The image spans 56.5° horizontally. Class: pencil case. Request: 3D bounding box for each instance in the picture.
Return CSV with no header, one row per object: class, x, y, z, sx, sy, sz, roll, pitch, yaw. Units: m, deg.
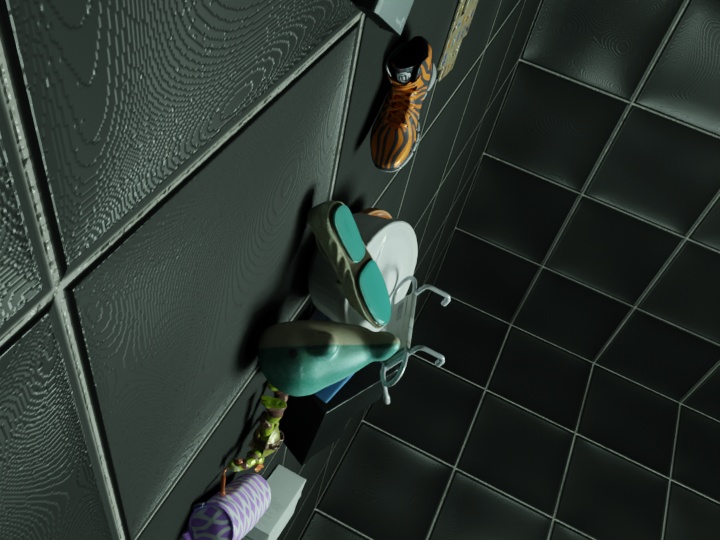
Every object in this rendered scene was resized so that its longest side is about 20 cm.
pencil case,-0.212,0.395,1.095,0.085,0.084,0.200,-30,171,9

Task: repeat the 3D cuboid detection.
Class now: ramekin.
ramekin,0.000,0.000,1.076,0.202,0.094,0.203,-40,142,-40

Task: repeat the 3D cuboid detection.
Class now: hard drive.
hard drive,0.057,-0.381,0.762,0.201,0.033,0.140,-68,170,14

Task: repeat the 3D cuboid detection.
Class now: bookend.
bookend,-0.047,0.261,1.339,0.200,0.092,0.199,-25,150,-37

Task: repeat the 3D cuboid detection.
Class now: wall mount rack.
wall mount rack,0.068,0.115,1.054,0.174,0.074,0.201,-42,-153,45

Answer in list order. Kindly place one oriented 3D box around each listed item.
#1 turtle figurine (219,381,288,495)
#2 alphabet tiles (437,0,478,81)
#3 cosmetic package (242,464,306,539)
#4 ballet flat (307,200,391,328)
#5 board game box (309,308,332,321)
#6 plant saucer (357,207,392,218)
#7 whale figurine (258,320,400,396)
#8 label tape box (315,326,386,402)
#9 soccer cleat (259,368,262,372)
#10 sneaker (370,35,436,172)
turtle figurine,-0.160,0.274,1.105,0.162,0.064,0.200,-69,169,23
alphabet tiles,0.199,-0.484,1.333,0.167,0.008,0.201,-53,165,-51
cosmetic package,-0.204,0.538,1.476,0.113,0.081,0.200,-69,171,22
ballet flat,-0.016,-0.008,0.937,0.067,0.062,0.201,-44,120,-44
board game box,-0.049,0.093,1.317,0.200,0.043,0.199,-59,167,-31
plant saucer,-0.004,-0.016,1.188,0.200,0.032,0.201,-39,142,-40
whale figurine,-0.045,0.125,0.950,0.159,0.199,0.104,117,-27,-80
label tape box,-0.008,0.128,1.215,0.143,0.066,0.200,-52,179,39
soccer cleat,-0.096,0.155,1.097,0.069,0.085,0.200,-66,170,2
sneaker,0.055,-0.252,0.983,0.112,0.077,0.201,48,56,-75
